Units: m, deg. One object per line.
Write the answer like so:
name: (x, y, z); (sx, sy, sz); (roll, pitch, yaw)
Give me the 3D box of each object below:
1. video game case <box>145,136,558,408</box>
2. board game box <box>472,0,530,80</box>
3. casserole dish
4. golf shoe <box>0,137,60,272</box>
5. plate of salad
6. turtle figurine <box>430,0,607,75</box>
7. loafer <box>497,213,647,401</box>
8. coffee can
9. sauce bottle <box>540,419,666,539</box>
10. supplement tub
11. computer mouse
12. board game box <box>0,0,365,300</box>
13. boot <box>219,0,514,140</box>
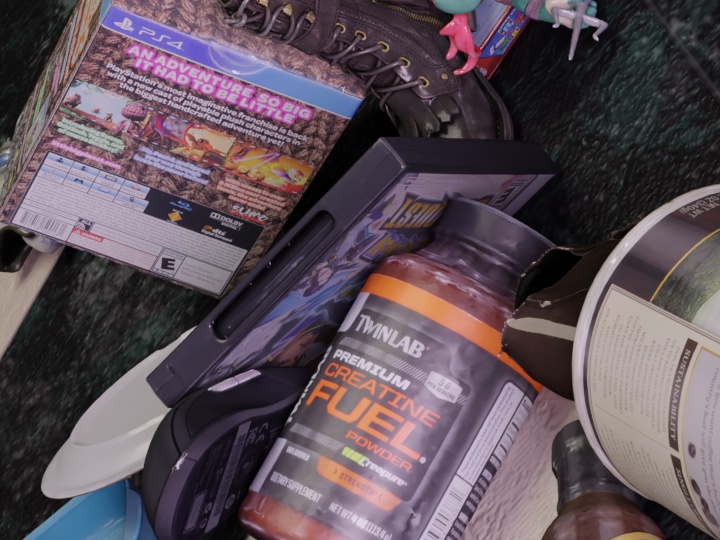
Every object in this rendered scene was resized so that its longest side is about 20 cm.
video game case: (0.000, 0.000, 1.467); (0.181, 0.200, 0.026); (-45, 73, 20)
board game box: (0.096, -0.196, 1.672); (0.200, 0.019, 0.103); (-55, 29, 3)
casserole dish: (-0.182, 0.204, 1.670); (0.200, 0.039, 0.121); (-39, 32, 28)
golf shoe: (-0.203, -0.061, 1.972); (0.200, 0.078, 0.097); (-31, 53, 48)
plate of salad: (-0.098, 0.078, 1.635); (0.200, 0.048, 0.200); (-31, 14, 8)
turtle figurine: (0.062, -0.196, 1.563); (0.101, 0.150, 0.200); (-22, 37, 9)
loafer: (0.110, 0.008, 1.296); (0.200, 0.071, 0.073); (-39, -29, -73)
coffee can: (0.192, 0.056, 1.111); (0.146, 0.146, 0.200); (-57, 27, -1)
sauce bottle: (0.108, 0.148, 1.236); (0.065, 0.065, 0.200); (-38, 34, 31)
supplement tub: (0.028, 0.065, 1.408); (0.200, 0.107, 0.107); (-61, 28, -9)
computer mouse: (-0.067, 0.105, 1.445); (0.200, 0.046, 0.140); (-31, -36, -54)
board game box: (-0.107, -0.098, 1.686); (0.097, 0.159, 0.200); (-86, 22, -44)
boot: (-0.008, -0.123, 1.567); (0.069, 0.174, 0.200); (-39, 50, 35)
